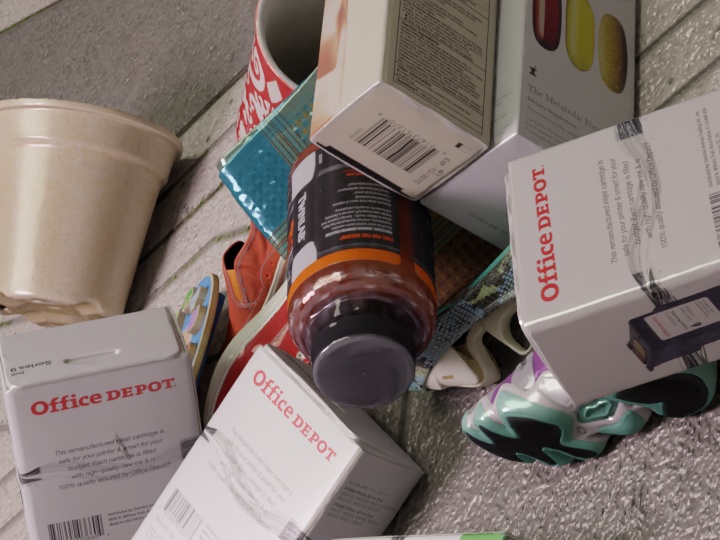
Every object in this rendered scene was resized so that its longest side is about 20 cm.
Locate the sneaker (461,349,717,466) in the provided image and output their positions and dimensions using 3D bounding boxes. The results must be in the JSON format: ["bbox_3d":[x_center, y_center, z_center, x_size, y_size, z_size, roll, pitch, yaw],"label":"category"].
[{"bbox_3d":[0.155,0.043,1.492,0.199,0.078,0.141,-20,46,38],"label":"sneaker"}]

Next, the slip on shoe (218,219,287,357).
[{"bbox_3d":[-0.086,0.003,1.881,0.074,0.061,0.201,-66,-2,-49],"label":"slip on shoe"}]

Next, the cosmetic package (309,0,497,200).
[{"bbox_3d":[0.033,-0.165,1.601,0.087,0.103,0.201,-35,36,41],"label":"cosmetic package"}]

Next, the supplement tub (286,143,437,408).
[{"bbox_3d":[0.000,0.000,1.595,0.107,0.107,0.201,-42,31,31],"label":"supplement tub"}]

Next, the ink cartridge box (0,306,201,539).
[{"bbox_3d":[-0.199,0.142,1.795,0.084,0.145,0.201,-119,21,-58],"label":"ink cartridge box"}]

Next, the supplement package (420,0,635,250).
[{"bbox_3d":[0.123,-0.128,1.645,0.109,0.113,0.201,-35,39,42],"label":"supplement package"}]

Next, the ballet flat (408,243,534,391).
[{"bbox_3d":[0.088,0.042,1.608,0.200,0.074,0.075,-45,32,31],"label":"ballet flat"}]

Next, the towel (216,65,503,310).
[{"bbox_3d":[0.000,-0.050,1.713,0.147,0.200,0.022,-42,-10,12],"label":"towel"}]

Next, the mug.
[{"bbox_3d":[-0.039,-0.132,1.845,0.200,0.132,0.179,119,161,-65],"label":"mug"}]

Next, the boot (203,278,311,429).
[{"bbox_3d":[-0.041,0.080,1.781,0.201,0.072,0.144,-56,30,3],"label":"boot"}]

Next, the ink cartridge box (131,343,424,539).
[{"bbox_3d":[-0.065,0.179,1.679,0.201,0.083,0.145,-56,47,9],"label":"ink cartridge box"}]

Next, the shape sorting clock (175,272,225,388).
[{"bbox_3d":[-0.164,0.096,1.954,0.200,0.039,0.202,-161,90,-82],"label":"shape sorting clock"}]

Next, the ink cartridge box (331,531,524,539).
[{"bbox_3d":[0.043,0.252,1.470,0.199,0.084,0.147,-11,57,55],"label":"ink cartridge box"}]

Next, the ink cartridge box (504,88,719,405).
[{"bbox_3d":[0.197,-0.022,1.384,0.199,0.085,0.146,-19,44,17],"label":"ink cartridge box"}]

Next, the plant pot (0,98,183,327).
[{"bbox_3d":[-0.282,-0.045,2.185,0.200,0.199,0.185,-12,67,55],"label":"plant pot"}]
